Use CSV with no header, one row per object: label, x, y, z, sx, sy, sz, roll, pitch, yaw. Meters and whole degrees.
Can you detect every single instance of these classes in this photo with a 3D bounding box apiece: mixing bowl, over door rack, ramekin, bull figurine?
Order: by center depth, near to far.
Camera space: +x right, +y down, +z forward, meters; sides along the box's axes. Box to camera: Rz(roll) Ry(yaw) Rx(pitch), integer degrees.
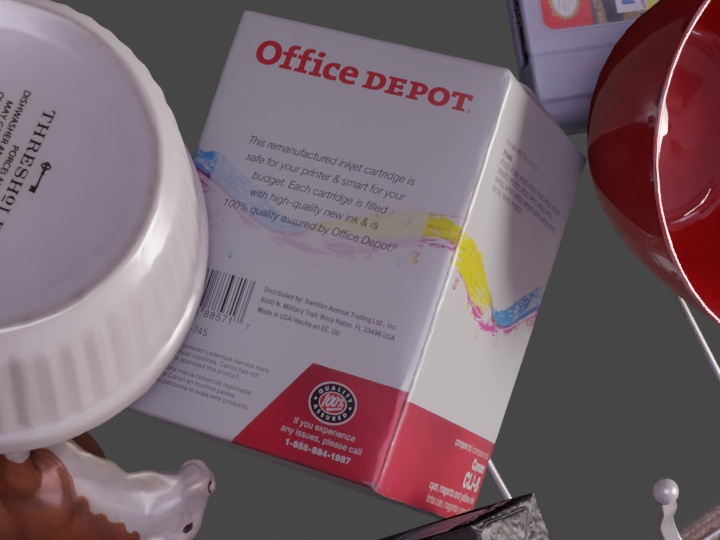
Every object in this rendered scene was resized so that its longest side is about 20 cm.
ramekin,-0.164,-0.030,0.913,0.202,0.094,0.203,2,68,-5
bull figurine,-0.170,0.090,1.003,0.200,0.122,0.065,0,40,25
mixing bowl,0.186,-0.067,1.043,0.200,0.108,0.201,-7,102,-33
over door rack,0.135,0.089,1.085,0.148,0.067,0.200,-30,90,-9

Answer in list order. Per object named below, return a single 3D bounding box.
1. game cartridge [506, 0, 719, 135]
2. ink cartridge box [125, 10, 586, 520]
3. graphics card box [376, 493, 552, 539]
game cartridge,0.139,-0.177,1.124,0.133,0.041,0.200,-9,87,-11
ink cartridge box,0.000,0.000,1.015,0.145,0.145,0.200,16,84,24
graphics card box,0.023,0.189,1.004,0.051,0.200,0.126,-19,87,-46
